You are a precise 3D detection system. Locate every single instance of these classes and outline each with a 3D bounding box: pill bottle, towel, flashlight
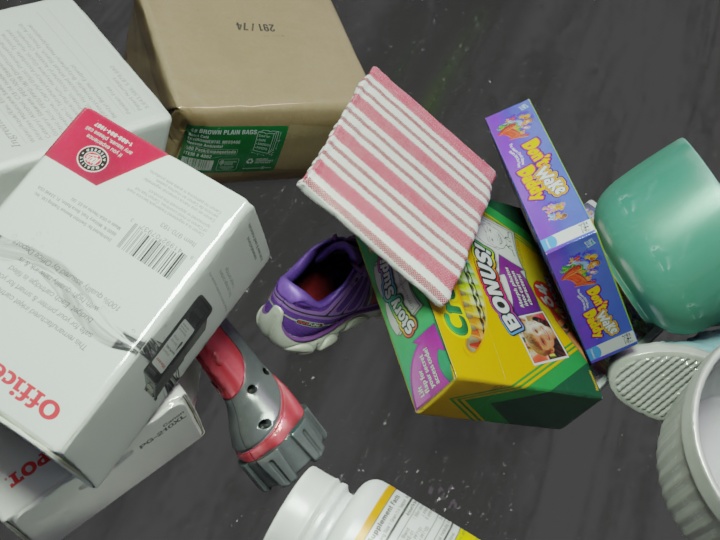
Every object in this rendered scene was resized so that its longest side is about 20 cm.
[{"bbox_3d":[0.032,0.219,0.884,0.199,0.110,0.109,30,46,9],"label":"pill bottle"},{"bbox_3d":[0.033,-0.069,1.024,0.146,0.030,0.200,40,37,-10],"label":"towel"},{"bbox_3d":[-0.107,0.068,0.940,0.068,0.068,0.200,-41,106,-10],"label":"flashlight"}]

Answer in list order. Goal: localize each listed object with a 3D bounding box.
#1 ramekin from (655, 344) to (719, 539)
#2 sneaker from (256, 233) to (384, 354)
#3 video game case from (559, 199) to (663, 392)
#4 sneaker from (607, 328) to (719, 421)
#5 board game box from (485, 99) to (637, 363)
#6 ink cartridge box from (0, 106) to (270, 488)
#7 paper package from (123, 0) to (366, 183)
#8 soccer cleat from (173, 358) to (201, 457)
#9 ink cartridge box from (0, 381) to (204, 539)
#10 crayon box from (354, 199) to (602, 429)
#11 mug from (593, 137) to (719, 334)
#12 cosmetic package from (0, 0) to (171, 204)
[{"bbox_3d":[0.332,0.154,1.031,0.198,0.105,0.202,7,62,-13],"label":"ramekin"},{"bbox_3d":[0.000,0.000,1.095,0.081,0.084,0.200,40,47,18],"label":"sneaker"},{"bbox_3d":[0.214,0.021,1.200,0.143,0.018,0.200,40,48,18],"label":"video game case"},{"bbox_3d":[0.304,0.088,1.146,0.198,0.074,0.082,7,25,-14],"label":"sneaker"},{"bbox_3d":[0.171,-0.037,1.115,0.044,0.135,0.201,-23,40,7],"label":"board game box"},{"bbox_3d":[-0.177,0.017,0.840,0.145,0.084,0.201,30,72,18],"label":"ink cartridge box"},{"bbox_3d":[-0.107,-0.179,1.208,0.198,0.104,0.191,-4,50,-24],"label":"paper package"},{"bbox_3d":[-0.152,0.050,0.990,0.069,0.087,0.201,11,46,-10],"label":"soccer cleat"},{"bbox_3d":[-0.226,0.073,0.912,0.144,0.085,0.200,-35,65,-12],"label":"ink cartridge box"},{"bbox_3d":[0.092,0.025,1.060,0.172,0.058,0.201,12,47,-41],"label":"crayon box"},{"bbox_3d":[0.283,-0.008,1.129,0.186,0.114,0.152,56,11,-9],"label":"mug"},{"bbox_3d":[-0.283,-0.086,1.013,0.199,0.165,0.165,-22,59,-36],"label":"cosmetic package"}]
